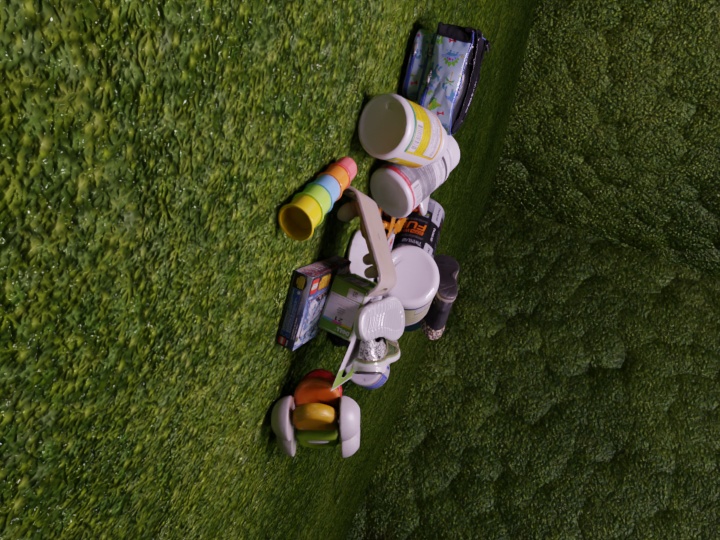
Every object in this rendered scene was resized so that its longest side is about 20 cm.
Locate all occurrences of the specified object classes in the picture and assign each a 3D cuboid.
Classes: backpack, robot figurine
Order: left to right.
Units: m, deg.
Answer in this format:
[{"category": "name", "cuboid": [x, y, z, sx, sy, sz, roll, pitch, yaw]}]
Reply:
[{"category": "robot figurine", "cuboid": [0.071, -0.133, 1.369, 0.200, 0.057, 0.148, -44, 150, -60]}, {"category": "backpack", "cuboid": [0.170, -0.394, 1.210, 0.183, 0.143, 0.205, -34, 139, -67]}]

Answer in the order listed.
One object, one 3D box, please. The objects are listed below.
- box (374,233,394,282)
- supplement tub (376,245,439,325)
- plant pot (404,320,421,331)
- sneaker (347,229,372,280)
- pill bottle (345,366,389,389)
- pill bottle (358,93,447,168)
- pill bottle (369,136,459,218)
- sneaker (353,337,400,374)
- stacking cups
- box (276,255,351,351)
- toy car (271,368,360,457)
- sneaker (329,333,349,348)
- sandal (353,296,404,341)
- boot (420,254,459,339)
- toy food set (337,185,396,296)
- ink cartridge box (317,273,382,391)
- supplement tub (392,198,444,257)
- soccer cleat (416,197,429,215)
[{"category": "box", "cuboid": [0.027, 0.017, 1.441, 0.156, 0.040, 0.204, -51, 158, -53]}, {"category": "supplement tub", "cuboid": [0.105, 0.045, 1.377, 0.201, 0.142, 0.148, 94, 21, -69]}, {"category": "plant pot", "cuboid": [0.119, 0.087, 1.642, 0.144, 0.139, 0.200, -65, -176, -25]}, {"category": "sneaker", "cuboid": [0.000, 0.000, 1.292, 0.089, 0.073, 0.206, -128, -148, -65]}, {"category": "pill bottle", "cuboid": [0.023, 0.269, 1.618, 0.200, 0.110, 0.114, 60, 52, -72]}, {"category": "pill bottle", "cuboid": [0.089, -0.254, 1.091, 0.198, 0.111, 0.116, -3, 114, -58]}, {"category": "pill bottle", "cuboid": [0.121, -0.213, 1.252, 0.200, 0.113, 0.115, -43, 153, -31]}, {"category": "sneaker", "cuboid": [0.038, 0.141, 1.169, 0.200, 0.075, 0.091, -37, 131, -74]}, {"category": "stacking cups", "cuboid": [-0.061, -0.127, 0.920, 0.201, 0.059, 0.062, -59, 163, -47]}, {"category": "box", "cuboid": [-0.083, 0.054, 1.092, 0.199, 0.039, 0.140, -25, 134, -70]}, {"category": "toy car", "cuboid": [-0.085, 0.284, 1.180, 0.202, 0.169, 0.153, 89, 1, -53]}, {"category": "sneaker", "cuboid": [-0.035, 0.132, 1.310, 0.088, 0.075, 0.200, -53, 157, -6]}, {"category": "sandal", "cuboid": [0.031, 0.088, 1.090, 0.201, 0.049, 0.085, 10, 84, -63]}, {"category": "boot", "cuboid": [0.202, 0.065, 1.491, 0.202, 0.071, 0.154, -84, -174, -57]}, {"category": "toy food set", "cuboid": [0.008, -0.053, 1.086, 0.143, 0.059, 0.206, 9, 65, -75]}, {"category": "ink cartridge box", "cuboid": [-0.031, 0.116, 1.143, 0.148, 0.074, 0.205, -3, 115, -75]}, {"category": "supplement tub", "cuboid": [0.145, -0.081, 1.533, 0.123, 0.119, 0.204, 81, 24, -62]}, {"category": "soccer cleat", "cuboid": [0.155, -0.232, 1.367, 0.069, 0.083, 0.206, 35, 51, -68]}]
